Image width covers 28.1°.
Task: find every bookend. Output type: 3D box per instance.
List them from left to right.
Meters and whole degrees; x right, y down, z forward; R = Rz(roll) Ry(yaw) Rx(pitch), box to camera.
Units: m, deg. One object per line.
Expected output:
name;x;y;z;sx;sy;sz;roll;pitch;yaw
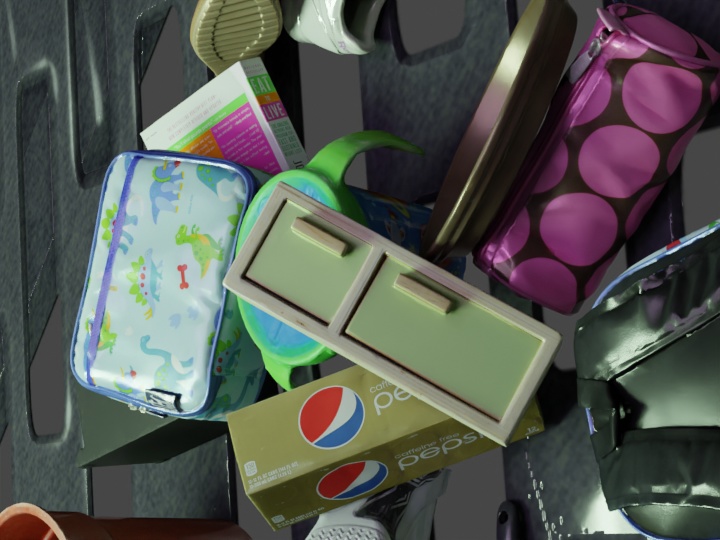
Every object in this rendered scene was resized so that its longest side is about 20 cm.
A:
bookend;-0.177;0.053;1.265;0.200;0.092;0.200;-29;67;46

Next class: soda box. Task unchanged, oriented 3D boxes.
soda box;0.018;0.101;0.961;0.199;0.068;0.064;-22;56;3

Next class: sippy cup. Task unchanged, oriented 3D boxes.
sippy cup;0.000;0.000;1.030;0.178;0.130;0.140;-45;56;38

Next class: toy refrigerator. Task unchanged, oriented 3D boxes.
toy refrigerator;0.021;0.027;0.894;0.199;0.070;0.076;29;86;10

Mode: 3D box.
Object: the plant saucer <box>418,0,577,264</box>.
plant saucer;0.090;-0.091;0.925;0.200;0.029;0.201;-155;90;-88

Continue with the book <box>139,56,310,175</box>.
book;-0.086;-0.052;1.161;0.133;0.048;0.201;-28;85;44

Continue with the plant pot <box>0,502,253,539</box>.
plant pot;-0.189;0.286;1.189;0.200;0.194;0.202;-3;86;49

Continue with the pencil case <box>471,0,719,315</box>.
pencil case;0.141;-0.067;0.896;0.091;0.093;0.201;48;124;39

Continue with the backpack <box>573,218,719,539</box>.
backpack;0.213;0.059;0.760;0.190;0.154;0.201;-20;65;41

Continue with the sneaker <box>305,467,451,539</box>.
sneaker;0.025;0.170;1.029;0.075;0.115;0.201;14;62;25

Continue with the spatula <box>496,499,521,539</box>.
spatula;0.108;0.257;0.972;0.056;0.020;0.201;-18;74;50

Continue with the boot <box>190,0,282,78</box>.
boot;-0.109;-0.244;1.166;0.200;0.072;0.167;103;159;-70

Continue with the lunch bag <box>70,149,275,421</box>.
lunch bag;-0.141;0.010;1.111;0.160;0.082;0.201;14;91;34

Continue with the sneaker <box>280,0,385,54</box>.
sneaker;0.003;-0.261;1.097;0.099;0.075;0.201;31;119;39
